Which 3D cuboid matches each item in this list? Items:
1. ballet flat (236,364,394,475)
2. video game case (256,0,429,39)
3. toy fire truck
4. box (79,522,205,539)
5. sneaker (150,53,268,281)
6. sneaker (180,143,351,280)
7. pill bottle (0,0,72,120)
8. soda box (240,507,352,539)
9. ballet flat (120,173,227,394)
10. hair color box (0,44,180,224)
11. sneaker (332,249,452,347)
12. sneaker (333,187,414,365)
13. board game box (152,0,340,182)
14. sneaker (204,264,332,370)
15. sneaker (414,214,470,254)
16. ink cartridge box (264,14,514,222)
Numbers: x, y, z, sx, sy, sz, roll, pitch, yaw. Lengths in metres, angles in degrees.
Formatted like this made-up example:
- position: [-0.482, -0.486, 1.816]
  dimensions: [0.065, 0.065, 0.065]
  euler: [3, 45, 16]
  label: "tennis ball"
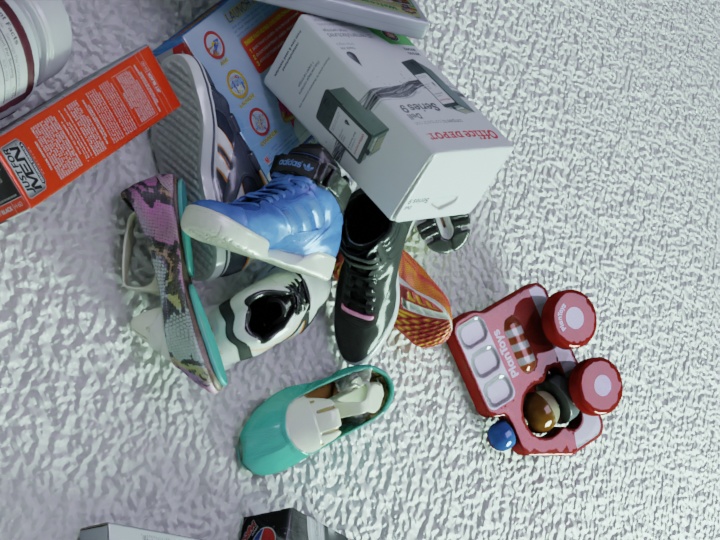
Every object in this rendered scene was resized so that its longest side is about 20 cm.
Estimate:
- position: [-0.034, 0.132, 1.292]
  dimensions: [0.199, 0.070, 0.068]
  euler: [-25, 96, -51]
  label: "ballet flat"
- position: [-0.047, -0.292, 1.342]
  dimensions: [0.197, 0.022, 0.183]
  euler: [9, 31, -22]
  label: "video game case"
- position: [0.192, 0.121, 1.561]
  dimensions: [0.167, 0.112, 0.202]
  euler: [-26, 96, -27]
  label: "toy fire truck"
- position: [-0.158, 0.314, 1.094]
  dimensions: [0.155, 0.041, 0.203]
  euler: [21, 60, -45]
  label: "box"
- position: [-0.136, -0.096, 1.251]
  dimensions: [0.079, 0.078, 0.203]
  euler: [-13, 97, -47]
  label: "sneaker"
- position: [-0.075, -0.064, 1.193]
  dimensions: [0.199, 0.076, 0.113]
  euler: [19, 87, -55]
  label: "sneaker"
- position: [-0.314, -0.153, 1.024]
  dimensions: [0.200, 0.113, 0.115]
  euler: [-45, 111, -49]
  label: "pill bottle"
- position: [-0.024, 0.285, 1.252]
  dimensions: [0.199, 0.063, 0.072]
  euler: [36, 51, -38]
  label: "soda box"
- position: [-0.167, 0.016, 1.178]
  dimensions: [0.069, 0.070, 0.203]
  euler: [80, -4, -74]
  label: "ballet flat"
- position: [-0.244, -0.104, 1.101]
  dimensions: [0.200, 0.101, 0.062]
  euler: [-45, 110, -48]
  label: "hair color box"
- position: [0.021, -0.002, 1.428]
  dimensions: [0.201, 0.073, 0.077]
  euler: [50, 16, -24]
  label: "sneaker"
- position: [0.000, 0.000, 1.325]
  dimensions: [0.099, 0.070, 0.203]
  euler: [-15, 123, -67]
  label: "sneaker"
- position: [-0.091, -0.173, 1.351]
  dimensions: [0.197, 0.055, 0.200]
  euler: [59, 40, -16]
  label: "board game box"
- position: [-0.075, 0.036, 1.273]
  dimensions: [0.200, 0.079, 0.075]
  euler: [-37, 102, -52]
  label: "sneaker"
- position: [0.055, -0.118, 1.495]
  dimensions: [0.090, 0.077, 0.203]
  euler: [-128, -161, -74]
  label: "sneaker"
- position: [0.029, -0.147, 1.301]
  dimensions: [0.200, 0.084, 0.145]
  euler: [48, 32, 22]
  label: "ink cartridge box"
